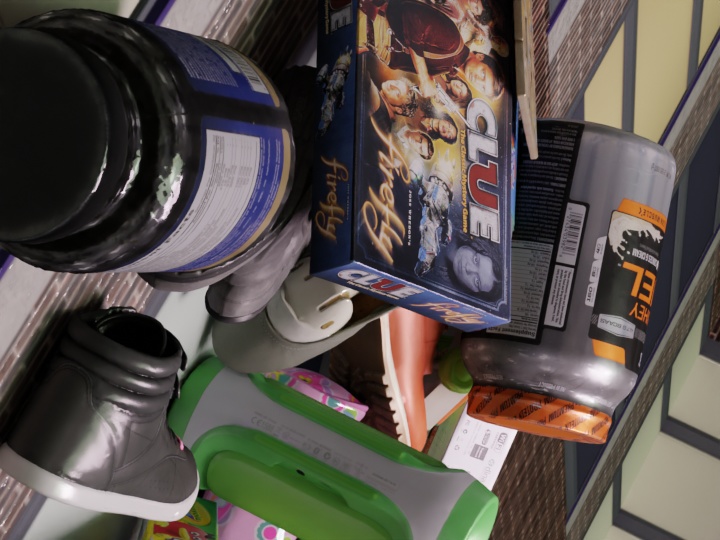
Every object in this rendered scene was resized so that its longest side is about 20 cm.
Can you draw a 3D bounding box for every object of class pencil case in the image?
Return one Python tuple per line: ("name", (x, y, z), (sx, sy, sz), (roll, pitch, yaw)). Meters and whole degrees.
("pencil case", (-0.072, 0.154, 1.526), (0.201, 0.087, 0.087), (-65, 165, -3))

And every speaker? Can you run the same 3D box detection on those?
("speaker", (-0.020, 0.127, 1.422), (0.089, 0.199, 0.089), (-56, 163, -28))

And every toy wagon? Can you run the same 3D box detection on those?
("toy wagon", (0.047, 0.057, 1.673), (0.155, 0.039, 0.201), (5, -111, 65))

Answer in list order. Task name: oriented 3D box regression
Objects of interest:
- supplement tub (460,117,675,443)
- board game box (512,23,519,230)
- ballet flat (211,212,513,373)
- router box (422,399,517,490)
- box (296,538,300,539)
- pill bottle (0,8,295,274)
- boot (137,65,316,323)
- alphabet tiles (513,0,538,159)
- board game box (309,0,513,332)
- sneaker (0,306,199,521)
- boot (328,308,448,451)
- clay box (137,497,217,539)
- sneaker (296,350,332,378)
("supplement tub", (0.135, 0.008, 1.559), (0.123, 0.122, 0.202), (36, 65, -74))
("board game box", (0.074, -0.142, 1.476), (0.152, 0.045, 0.202), (63, 29, -71))
("ballet flat", (0.000, 0.000, 1.405), (0.199, 0.068, 0.064), (-25, 173, -5))
("router box", (0.062, 0.094, 1.747), (0.201, 0.049, 0.179), (-67, -158, 9))
("box", (-0.037, 0.241, 1.607), (0.201, 0.096, 0.176), (-64, -168, 0))
("pill bottle", (-0.109, -0.055, 1.017), (0.113, 0.111, 0.200), (-67, 164, 7))
("boot", (-0.067, -0.014, 1.312), (0.200, 0.070, 0.132), (-44, 159, -44))
("alphabet tiles", (0.100, -0.184, 1.444), (0.167, 0.007, 0.202), (54, 35, -78))
("board game box", (0.031, -0.079, 1.313), (0.135, 0.034, 0.202), (20, 64, -44))
("sneaker", (-0.117, 0.075, 1.260), (0.100, 0.070, 0.200), (-61, 161, 3))
("boot", (0.034, 0.039, 1.558), (0.107, 0.075, 0.201), (-24, 122, -31))
("clay box", (-0.118, 0.217, 1.371), (0.200, 0.047, 0.116), (-106, -147, -73))
("sneaker", (0.014, 0.039, 1.614), (0.201, 0.082, 0.070), (-64, 156, -3))
